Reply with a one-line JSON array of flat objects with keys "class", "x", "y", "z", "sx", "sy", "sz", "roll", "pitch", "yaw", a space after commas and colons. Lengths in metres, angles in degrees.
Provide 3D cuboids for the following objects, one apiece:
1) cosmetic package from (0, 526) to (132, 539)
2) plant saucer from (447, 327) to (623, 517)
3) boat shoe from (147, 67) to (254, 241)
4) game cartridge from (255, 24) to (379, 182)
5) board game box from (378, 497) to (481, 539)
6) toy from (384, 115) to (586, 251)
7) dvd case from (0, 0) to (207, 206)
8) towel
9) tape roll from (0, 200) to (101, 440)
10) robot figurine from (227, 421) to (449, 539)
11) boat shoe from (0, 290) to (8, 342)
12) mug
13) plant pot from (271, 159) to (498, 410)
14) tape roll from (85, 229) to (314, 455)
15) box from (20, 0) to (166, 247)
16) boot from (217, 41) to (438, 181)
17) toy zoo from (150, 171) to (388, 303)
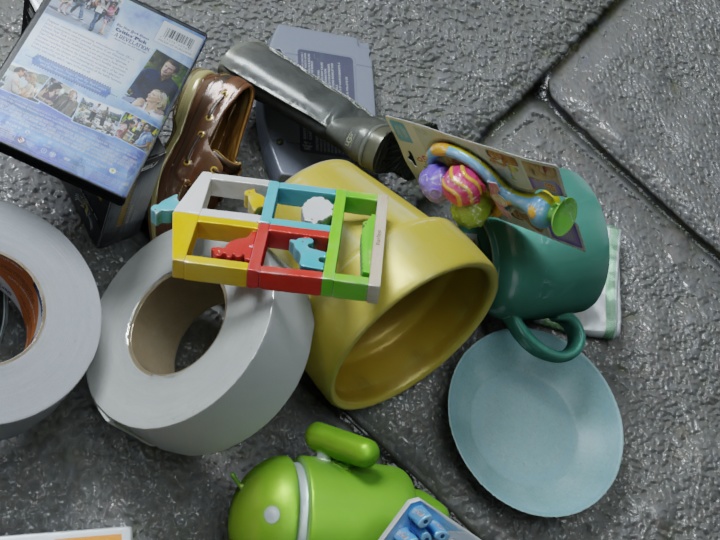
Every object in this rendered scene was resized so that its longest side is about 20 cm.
[{"class": "cosmetic package", "x": -0.284, "y": 0.267, "z": 0.857, "sx": 0.200, "sy": 0.071, "sz": 0.102, "roll": 0, "pitch": 65, "yaw": -21}, {"class": "plant saucer", "x": 0.175, "y": 0.159, "z": 1.109, "sx": 0.200, "sy": 0.039, "sz": 0.201, "roll": 8, "pitch": 63, "yaw": -17}, {"class": "boat shoe", "x": -0.155, "y": -0.102, "z": 1.055, "sx": 0.067, "sy": 0.072, "sz": 0.201, "roll": 10, "pitch": 82, "yaw": 24}, {"class": "game cartridge", "x": -0.049, "y": -0.178, "z": 1.192, "sx": 0.133, "sy": 0.041, "sz": 0.200, "roll": 8, "pitch": 62, "yaw": -21}, {"class": "board game box", "x": 0.056, "y": 0.317, "z": 0.894, "sx": 0.200, "sy": 0.026, "sz": 0.200, "roll": 39, "pitch": 86, "yaw": -28}, {"class": "toy", "x": 0.105, "y": -0.071, "z": 0.992, "sx": 0.200, "sy": 0.115, "sz": 0.047, "roll": 20, "pitch": 63, "yaw": 38}, {"class": "dvd case", "x": -0.234, "y": -0.165, "z": 0.936, "sx": 0.142, "sy": 0.018, "sz": 0.200, "roll": 24, "pitch": 59, "yaw": -8}, {"class": "towel", "x": 0.203, "y": -0.010, "z": 1.209, "sx": 0.200, "sy": 0.031, "sz": 0.150, "roll": 14, "pitch": 60, "yaw": -14}, {"class": "tape roll", "x": -0.322, "y": 0.041, "z": 0.892, "sx": 0.200, "sy": 0.066, "sz": 0.201, "roll": 14, "pitch": 61, "yaw": -26}, {"class": "robot figurine", "x": -0.026, "y": 0.226, "z": 0.950, "sx": 0.200, "sy": 0.116, "sz": 0.176, "roll": 9, "pitch": 93, "yaw": -17}, {"class": "boat shoe", "x": -0.351, "y": 0.067, "z": 0.938, "sx": 0.068, "sy": 0.057, "sz": 0.200, "roll": 12, "pitch": 61, "yaw": -15}, {"class": "mug", "x": 0.170, "y": -0.013, "z": 1.094, "sx": 0.114, "sy": 0.152, "sz": 0.185, "roll": -8, "pitch": 50, "yaw": -21}, {"class": "plant pot", "x": 0.000, "y": 0.000, "z": 1.041, "sx": 0.200, "sy": 0.201, "sz": 0.189, "roll": -22, "pitch": 59, "yaw": -29}, {"class": "tape roll", "x": -0.144, "y": 0.058, "z": 0.945, "sx": 0.071, "sy": 0.202, "sz": 0.203, "roll": 45, "pitch": 43, "yaw": -50}, {"class": "box", "x": -0.262, "y": -0.145, "z": 1.019, "sx": 0.048, "sy": 0.158, "sz": 0.200, "roll": -22, "pitch": 75, "yaw": -30}, {"class": "boot", "x": -0.030, "y": -0.169, "z": 1.132, "sx": 0.200, "sy": 0.073, "sz": 0.182, "roll": 28, "pitch": 10, "yaw": 22}, {"class": "toy zoo", "x": -0.079, "y": -0.033, "z": 0.910, "sx": 0.199, "sy": 0.020, "sz": 0.131, "roll": 7, "pitch": 39, "yaw": -1}]
